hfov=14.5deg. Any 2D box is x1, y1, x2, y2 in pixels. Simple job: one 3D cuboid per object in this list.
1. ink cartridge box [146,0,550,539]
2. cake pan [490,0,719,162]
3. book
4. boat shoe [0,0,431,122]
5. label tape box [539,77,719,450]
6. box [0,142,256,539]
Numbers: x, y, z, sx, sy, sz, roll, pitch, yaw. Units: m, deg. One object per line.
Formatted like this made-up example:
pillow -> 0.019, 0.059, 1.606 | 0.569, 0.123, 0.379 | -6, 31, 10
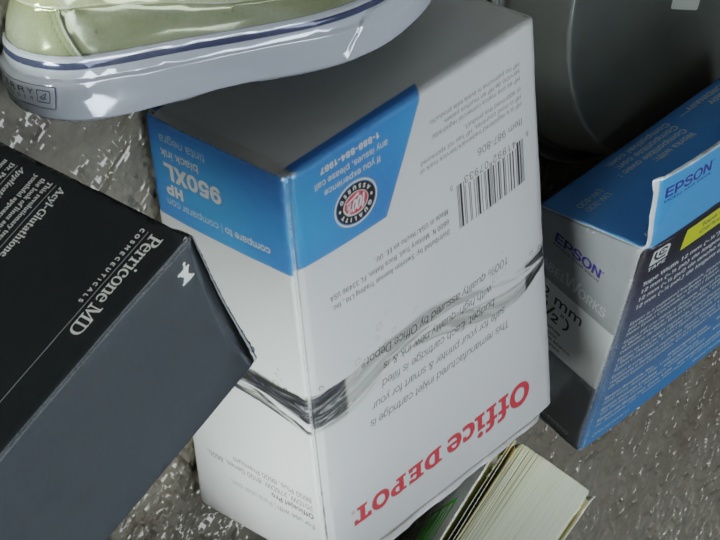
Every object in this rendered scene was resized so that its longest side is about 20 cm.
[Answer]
ink cartridge box -> 0.000, 0.000, 1.160 | 0.145, 0.084, 0.200 | -34, 134, -35
cake pan -> 0.135, -0.139, 1.291 | 0.200, 0.037, 0.200 | -30, 132, -40
book -> 0.015, 0.173, 1.266 | 0.200, 0.048, 0.134 | -55, -176, -14
boat shoe -> -0.045, -0.108, 1.048 | 0.200, 0.072, 0.062 | -24, 131, -40
label tape box -> 0.144, -0.026, 1.288 | 0.143, 0.066, 0.200 | -34, 153, -28
box -> -0.155, 0.056, 0.946 | 0.200, 0.141, 0.079 | -50, 142, -19
